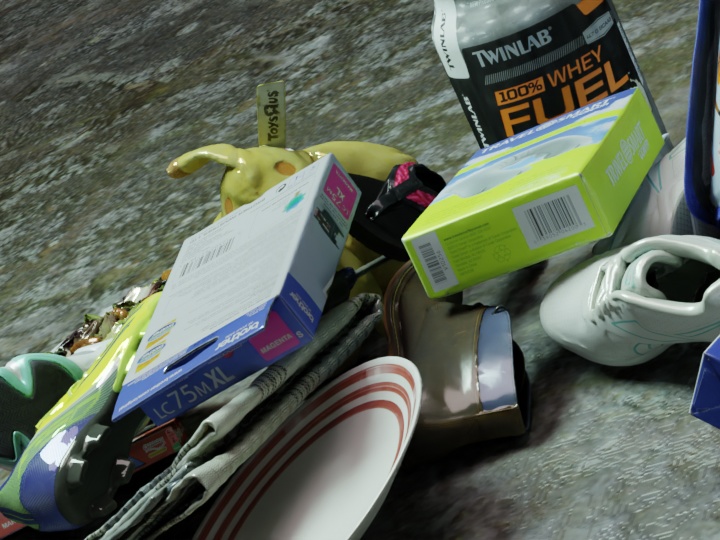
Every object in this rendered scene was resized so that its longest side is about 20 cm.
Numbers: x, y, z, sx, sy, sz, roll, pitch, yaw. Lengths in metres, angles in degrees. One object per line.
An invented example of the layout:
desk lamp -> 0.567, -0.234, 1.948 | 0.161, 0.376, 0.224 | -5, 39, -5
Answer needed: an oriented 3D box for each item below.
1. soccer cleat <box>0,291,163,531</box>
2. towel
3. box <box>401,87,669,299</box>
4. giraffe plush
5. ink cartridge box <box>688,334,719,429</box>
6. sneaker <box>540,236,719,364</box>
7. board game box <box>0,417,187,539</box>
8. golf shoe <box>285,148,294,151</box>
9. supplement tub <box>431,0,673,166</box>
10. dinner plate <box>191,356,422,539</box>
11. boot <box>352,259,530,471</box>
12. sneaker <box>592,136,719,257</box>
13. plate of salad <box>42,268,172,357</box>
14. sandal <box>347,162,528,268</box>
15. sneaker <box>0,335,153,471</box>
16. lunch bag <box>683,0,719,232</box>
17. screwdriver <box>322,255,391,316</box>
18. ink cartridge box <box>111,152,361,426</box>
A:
soccer cleat -> -0.160, 0.080, 1.507 | 0.084, 0.065, 0.200 | -6, 36, 32
towel -> -0.090, 0.104, 1.432 | 0.193, 0.035, 0.200 | -41, 3, 44
box -> 0.112, -0.052, 1.493 | 0.122, 0.048, 0.200 | -21, 12, 23
giraffe plush -> -0.030, 0.001, 1.601 | 0.172, 0.200, 0.162 | -19, 47, 5
ink cartridge box -> 0.253, 0.024, 1.215 | 0.094, 0.044, 0.200 | 28, 45, 23
sneaker -> 0.162, 0.008, 1.346 | 0.200, 0.080, 0.071 | -7, 68, 52
board game box -> -0.205, 0.147, 1.563 | 0.200, 0.019, 0.103 | -26, 2, -2
golf shoe -> -0.031, -0.043, 1.799 | 0.075, 0.092, 0.200 | -34, 20, -30
supplement tub -> 0.125, -0.130, 1.648 | 0.122, 0.200, 0.123 | -24, 17, 8
dinner plate -> -0.032, 0.131, 1.327 | 0.200, 0.024, 0.200 | -44, 18, 18
boot -> 0.063, 0.050, 1.452 | 0.097, 0.075, 0.200 | -8, 31, 18
sneaker -> 0.204, -0.054, 1.539 | 0.080, 0.071, 0.200 | -15, 20, 38
plate of salad -> -0.164, 0.038, 1.818 | 0.200, 0.048, 0.200 | -22, 18, 8
sandal -> 0.050, -0.041, 1.572 | 0.200, 0.075, 0.045 | 6, -50, -47
sneaker -> -0.197, 0.096, 1.610 | 0.200, 0.078, 0.140 | -14, -8, -34
lunch bag -> 0.253, -0.108, 1.408 | 0.124, 0.170, 0.200 | 5, -4, -7
screwdriver -> 0.000, 0.000, 1.526 | 0.029, 0.028, 0.200 | -10, 10, 27
ink cartridge box -> -0.070, 0.017, 1.421 | 0.119, 0.042, 0.200 | -30, 19, 25
